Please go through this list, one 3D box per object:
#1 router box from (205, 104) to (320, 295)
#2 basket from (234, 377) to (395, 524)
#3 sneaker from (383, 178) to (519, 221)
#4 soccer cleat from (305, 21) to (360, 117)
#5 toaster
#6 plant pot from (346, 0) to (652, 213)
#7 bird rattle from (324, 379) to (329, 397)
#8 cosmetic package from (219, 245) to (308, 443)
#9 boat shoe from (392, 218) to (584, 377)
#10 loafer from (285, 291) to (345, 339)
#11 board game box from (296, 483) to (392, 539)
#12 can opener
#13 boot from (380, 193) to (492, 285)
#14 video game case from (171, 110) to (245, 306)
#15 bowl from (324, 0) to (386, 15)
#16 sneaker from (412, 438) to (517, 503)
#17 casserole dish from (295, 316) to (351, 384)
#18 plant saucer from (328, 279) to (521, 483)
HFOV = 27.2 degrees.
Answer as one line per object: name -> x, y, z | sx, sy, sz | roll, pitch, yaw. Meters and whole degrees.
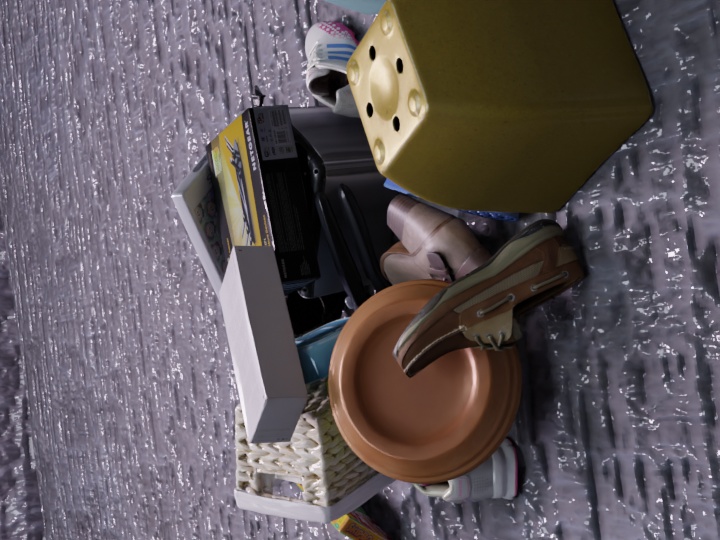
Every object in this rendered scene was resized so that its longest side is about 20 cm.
router box -> -0.114, -0.070, 1.700 | 0.157, 0.052, 0.202 | -28, 72, 63
basket -> -0.039, 0.185, 1.673 | 0.134, 0.199, 0.125 | 3, 105, 33
sneaker -> 0.096, -0.103, 1.513 | 0.199, 0.070, 0.079 | 21, 96, 51
soccer cleat -> -0.035, -0.237, 1.724 | 0.200, 0.086, 0.070 | 49, 138, 50
toaster -> -0.050, -0.095, 1.755 | 0.181, 0.118, 0.202 | 45, 136, 50
plant pot -> 0.104, -0.169, 1.332 | 0.196, 0.198, 0.196 | -51, 51, 57
bird rattle -> 0.063, 0.101, 1.555 | 0.113, 0.199, 0.164 | 55, -161, -23
cosmetic package -> -0.103, 0.076, 1.570 | 0.083, 0.050, 0.201 | 111, 152, -47
boat shoe -> 0.121, 0.037, 1.389 | 0.074, 0.200, 0.076 | 53, -175, 17
loafer -> -0.057, 0.042, 1.777 | 0.201, 0.072, 0.072 | -69, 0, -47
board game box -> -0.032, 0.288, 1.854 | 0.030, 0.095, 0.200 | -54, 34, -2
can opener -> 0.000, 0.000, 1.661 | 0.201, 0.063, 0.079 | 63, 176, -17
boot -> 0.091, 0.008, 1.551 | 0.146, 0.070, 0.200 | 42, 165, 26
video game case -> -0.147, -0.065, 1.845 | 0.023, 0.183, 0.201 | 0, 128, 30
bowl -> -0.035, -0.386, 1.667 | 0.200, 0.104, 0.203 | 29, 123, 60
sneaker -> 0.084, 0.192, 1.590 | 0.200, 0.087, 0.082 | 20, 114, 62
casserole dish -> -0.036, 0.084, 1.611 | 0.039, 0.120, 0.200 | 66, 161, -2
plant saucer -> 0.058, 0.107, 1.457 | 0.037, 0.198, 0.202 | 22, -127, -70
